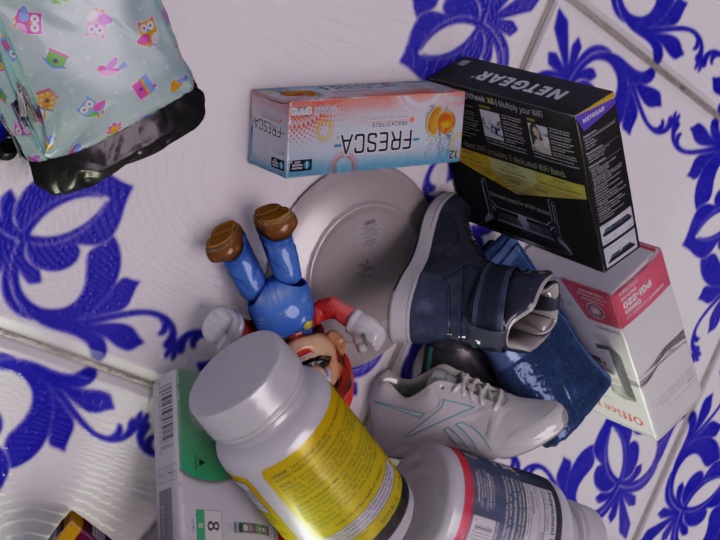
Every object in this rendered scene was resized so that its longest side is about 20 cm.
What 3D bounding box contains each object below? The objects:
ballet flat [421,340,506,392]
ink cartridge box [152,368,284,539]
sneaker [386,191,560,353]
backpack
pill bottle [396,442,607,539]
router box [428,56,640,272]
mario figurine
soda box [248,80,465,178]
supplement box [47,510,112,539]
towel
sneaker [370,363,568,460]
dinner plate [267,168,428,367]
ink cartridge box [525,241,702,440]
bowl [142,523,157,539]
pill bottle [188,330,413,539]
[{"bbox_3d":[0.138,0.117,1.415,0.198,0.073,0.074,25,90,-35],"label":"ballet flat"},{"bbox_3d":[-0.088,0.180,1.217,0.198,0.050,0.163,10,65,-37],"label":"ink cartridge box"},{"bbox_3d":[0.117,0.002,1.267,0.203,0.144,0.078,-68,156,-49],"label":"sneaker"},{"bbox_3d":[-0.205,-0.174,1.004,0.166,0.126,0.202,-32,120,-22],"label":"backpack"},{"bbox_3d":[0.128,0.242,1.290,0.198,0.119,0.121,21,92,-28],"label":"pill bottle"},{"bbox_3d":[0.158,-0.101,1.270,0.052,0.199,0.159,-32,123,-25],"label":"router box"},{"bbox_3d":[-0.057,0.049,1.197,0.106,0.122,0.202,-52,125,-47],"label":"mario figurine"},{"bbox_3d":[-0.001,-0.128,1.224,0.198,0.063,0.070,-8,110,-36],"label":"soda box"},{"bbox_3d":[-0.185,0.294,1.133,0.199,0.110,0.086,39,79,-6],"label":"supplement box"},{"bbox_3d":[0.167,0.068,1.374,0.112,0.048,0.201,-41,103,-40],"label":"towel"},{"bbox_3d":[0.099,0.134,1.325,0.070,0.197,0.082,-50,134,-66],"label":"sneaker"},{"bbox_3d":[0.000,0.000,1.295,0.198,0.024,0.203,-13,112,-35],"label":"dinner plate"},{"bbox_3d":[0.260,0.061,1.442,0.085,0.145,0.202,-40,125,-22],"label":"ink cartridge box"},{"bbox_3d":[-0.123,0.308,1.269,0.200,0.074,0.200,-47,127,-15],"label":"bowl"},{"bbox_3d":[-0.050,0.154,1.156,0.114,0.114,0.201,-45,119,-17],"label":"pill bottle"}]
